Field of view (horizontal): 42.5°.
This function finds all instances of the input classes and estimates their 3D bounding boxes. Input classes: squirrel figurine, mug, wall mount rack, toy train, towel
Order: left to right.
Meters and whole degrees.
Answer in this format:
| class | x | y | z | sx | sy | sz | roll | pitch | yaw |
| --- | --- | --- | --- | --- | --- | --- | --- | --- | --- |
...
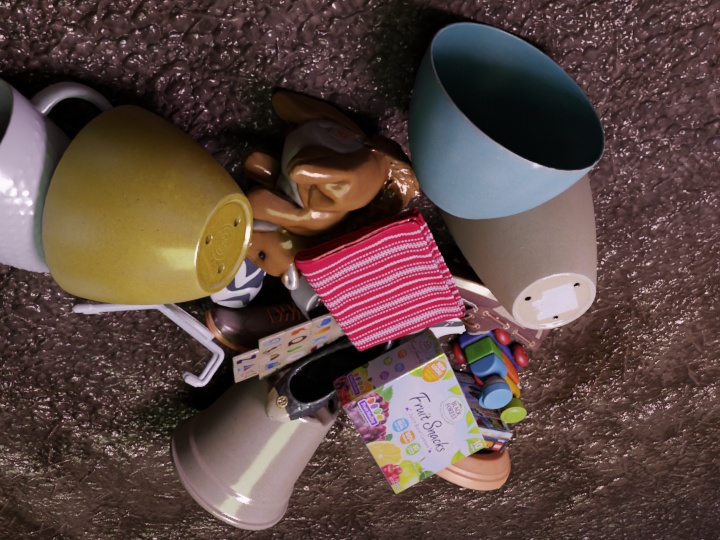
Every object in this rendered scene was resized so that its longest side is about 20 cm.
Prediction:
| class | x | y | z | sx | sy | sz | roll | pitch | yaw |
| --- | --- | --- | --- | --- | --- | --- | --- | --- | --- |
| mug | -0.323 | -0.099 | 0.926 | 0.200 | 0.147 | 0.175 | -49 | 141 | -5 |
| wall mount rack | -0.247 | 0.069 | 1.109 | 0.173 | 0.075 | 0.200 | 37 | 169 | -7 |
| squirrel figurine | -0.040 | -0.067 | 1.006 | 0.198 | 0.142 | 0.188 | 6 | 129 | -30 |
| towel | 0.027 | 0.018 | 1.019 | 0.143 | 0.023 | 0.200 | -20 | 141 | 11 |
| toy train | 0.215 | 0.173 | 1.358 | 0.084 | 0.117 | 0.200 | -27 | 137 | 17 |

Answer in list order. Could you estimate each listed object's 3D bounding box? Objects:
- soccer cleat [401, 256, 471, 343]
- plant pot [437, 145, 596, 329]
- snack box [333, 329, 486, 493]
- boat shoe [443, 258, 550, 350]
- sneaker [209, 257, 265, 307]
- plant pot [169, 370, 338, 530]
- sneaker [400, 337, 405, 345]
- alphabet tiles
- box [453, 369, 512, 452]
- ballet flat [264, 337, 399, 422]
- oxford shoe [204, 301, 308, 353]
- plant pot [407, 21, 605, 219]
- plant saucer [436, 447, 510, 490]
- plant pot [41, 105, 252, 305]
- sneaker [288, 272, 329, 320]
| class | x | y | z | sx | sy | sz | roll | pitch | yaw |
| --- | --- | --- | --- | --- | --- | --- | --- | --- | --- |
| soccer cleat | 0.134 | 0.033 | 1.190 | 0.199 | 0.069 | 0.086 | -33 | 130 | -10 |
| plant pot | 0.193 | -0.041 | 1.051 | 0.185 | 0.201 | 0.188 | -7 | 139 | -6 |
| snack box | 0.067 | 0.185 | 1.192 | 0.141 | 0.053 | 0.201 | -28 | 131 | -1 |
| boat shoe | 0.148 | 0.047 | 1.124 | 0.198 | 0.072 | 0.073 | 21 | 104 | -26 |
| sneaker | -0.186 | -0.028 | 1.069 | 0.197 | 0.080 | 0.130 | 17 | 130 | -29 |
| plant pot | -0.135 | 0.221 | 1.294 | 0.199 | 0.201 | 0.184 | 24 | 116 | -34 |
| sneaker | 0.034 | 0.085 | 1.262 | 0.200 | 0.071 | 0.080 | -41 | 125 | 20 |
| alphabet tiles | -0.065 | 0.089 | 1.155 | 0.198 | 0.006 | 0.167 | -20 | 161 | -13 |
| box | 0.107 | 0.187 | 1.330 | 0.198 | 0.137 | 0.040 | 16 | 116 | -27 |
| ballet flat | -0.040 | 0.126 | 1.178 | 0.199 | 0.067 | 0.057 | -34 | 165 | 3 |
| oxford shoe | -0.109 | 0.062 | 1.183 | 0.199 | 0.072 | 0.073 | 9 | 137 | -48 |
| plant pot | 0.126 | -0.132 | 0.940 | 0.198 | 0.202 | 0.135 | 11 | 138 | -24 |
| plant saucer | 0.136 | 0.238 | 1.359 | 0.198 | 0.201 | 0.038 | 16 | 115 | -28 |
| plant pot | -0.192 | -0.046 | 0.920 | 0.141 | 0.201 | 0.201 | 20 | 143 | 20 |
| sneaker | 0.000 | 0.000 | 1.164 | 0.198 | 0.085 | 0.074 | -14 | 127 | -30 |
